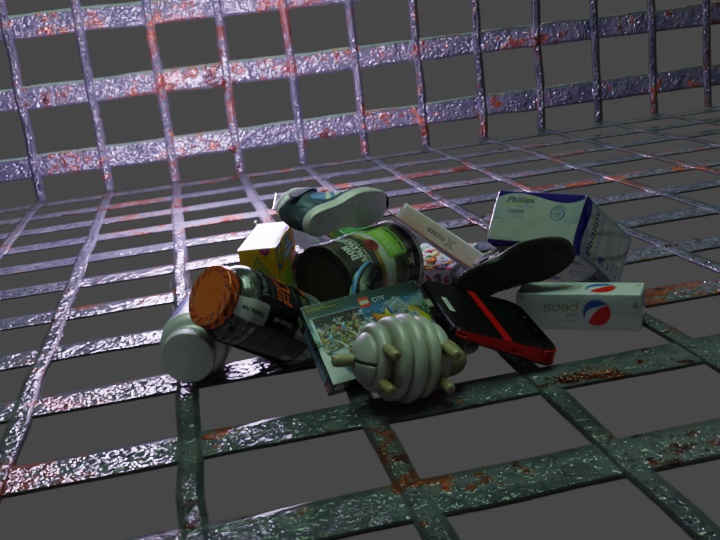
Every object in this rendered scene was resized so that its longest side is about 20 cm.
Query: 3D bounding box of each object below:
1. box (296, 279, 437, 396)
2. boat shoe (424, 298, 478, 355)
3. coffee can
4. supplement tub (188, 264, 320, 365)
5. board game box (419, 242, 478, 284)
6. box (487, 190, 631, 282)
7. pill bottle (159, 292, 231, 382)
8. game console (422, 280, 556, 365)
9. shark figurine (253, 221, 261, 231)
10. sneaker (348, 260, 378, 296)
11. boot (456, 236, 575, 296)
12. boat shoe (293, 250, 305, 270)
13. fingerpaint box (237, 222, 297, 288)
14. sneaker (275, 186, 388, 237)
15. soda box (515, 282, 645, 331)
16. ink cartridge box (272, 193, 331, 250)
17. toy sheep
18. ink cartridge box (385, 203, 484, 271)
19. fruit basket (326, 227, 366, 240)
[{"bbox_3d":[0.020,0.099,1.367,0.200,0.038,0.137,-13,60,-23],"label":"box"},{"bbox_3d":[0.153,0.082,1.455,0.073,0.075,0.200,-11,17,-14],"label":"boat shoe"},{"bbox_3d":[0.000,0.000,1.674,0.146,0.147,0.200,8,21,41],"label":"coffee can"},{"bbox_3d":[-0.160,0.067,1.397,0.122,0.123,0.200,9,-12,44],"label":"supplement tub"},{"bbox_3d":[0.158,-0.016,1.871,0.126,0.035,0.200,0,17,23],"label":"board game box"},{"bbox_3d":[0.362,-0.057,1.639,0.184,0.105,0.200,8,-16,42],"label":"box"},{"bbox_3d":[-0.262,0.107,1.466,0.112,0.112,0.200,-6,16,3],"label":"pill bottle"},{"bbox_3d":[0.195,0.079,1.384,0.177,0.031,0.200,13,17,-16],"label":"game console"},{"bbox_3d":[-0.136,-0.009,1.836,0.089,0.128,0.214,-22,-32,15],"label":"shark figurine"},{"bbox_3d":[0.021,0.072,1.461,0.083,0.071,0.200,3,49,-7],"label":"sneaker"},{"bbox_3d":[0.264,-0.011,1.535,0.200,0.073,0.151,-25,2,14],"label":"boot"},{"bbox_3d":[-0.084,-0.003,1.757,0.063,0.071,0.200,21,0,26],"label":"boat shoe"},{"bbox_3d":[-0.163,0.014,1.654,0.073,0.167,0.200,-5,16,5],"label":"fingerpaint box"},{"bbox_3d":[-0.064,-0.131,1.713,0.200,0.081,0.146,-20,34,-33],"label":"sneaker"},{"bbox_3d":[0.360,0.058,1.475,0.200,0.064,0.068,-1,16,23],"label":"soda box"},{"bbox_3d":[-0.119,-0.082,1.986,0.200,0.043,0.196,35,10,-11],"label":"ink cartridge box"},{"bbox_3d":[0.056,0.123,1.252,0.200,0.138,0.138,6,10,-23],"label":"toy sheep"},{"bbox_3d":[0.154,-0.062,1.723,0.200,0.044,0.174,35,1,18],"label":"ink cartridge box"},{"bbox_3d":[-0.035,-0.076,1.957,0.200,0.094,0.185,25,-1,38],"label":"fruit basket"}]
